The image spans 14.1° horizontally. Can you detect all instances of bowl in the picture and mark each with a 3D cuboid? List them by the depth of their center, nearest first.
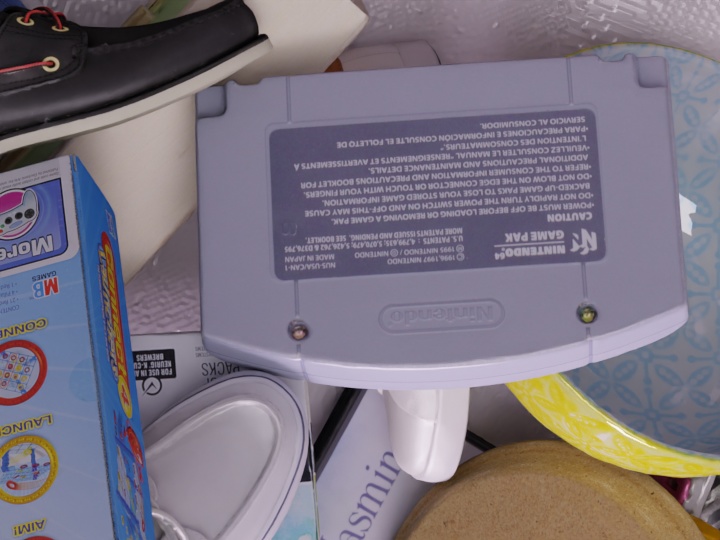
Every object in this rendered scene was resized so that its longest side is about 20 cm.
[{"bbox_3d":[0.121,0.011,1.299,0.200,0.201,0.108,23,147,-15],"label":"bowl"}]

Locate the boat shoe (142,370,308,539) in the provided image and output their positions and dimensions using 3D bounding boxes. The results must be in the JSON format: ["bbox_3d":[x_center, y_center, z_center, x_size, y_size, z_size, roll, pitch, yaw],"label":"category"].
[{"bbox_3d":[-0.091,0.118,1.152,0.074,0.065,0.200,39,77,2],"label":"boat shoe"}]

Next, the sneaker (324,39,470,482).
[{"bbox_3d":[0.000,0.000,1.309,0.084,0.073,0.201,-8,98,-14],"label":"sneaker"}]

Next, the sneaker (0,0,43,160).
[{"bbox_3d":[-0.216,-0.053,1.251,0.200,0.077,0.076,-38,85,4],"label":"sneaker"}]

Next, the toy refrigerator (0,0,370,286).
[{"bbox_3d":[-0.091,-0.068,1.273,0.070,0.076,0.200,40,100,-18],"label":"toy refrigerator"}]

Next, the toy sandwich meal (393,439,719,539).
[{"bbox_3d":[0.099,0.171,1.312,0.205,0.070,0.206,-1,87,32],"label":"toy sandwich meal"}]

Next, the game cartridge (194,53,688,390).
[{"bbox_3d":[0.032,-0.019,1.198,0.199,0.041,0.134,-3,68,3],"label":"game cartridge"}]

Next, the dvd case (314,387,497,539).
[{"bbox_3d":[0.047,0.155,1.374,0.200,0.018,0.143,31,83,-17],"label":"dvd case"}]

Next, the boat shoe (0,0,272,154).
[{"bbox_3d":[-0.135,-0.078,1.185,0.201,0.074,0.063,-18,94,-7],"label":"boat shoe"}]

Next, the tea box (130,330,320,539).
[{"bbox_3d":[-0.120,0.132,1.248,0.199,0.134,0.197,-4,80,-7],"label":"tea box"}]

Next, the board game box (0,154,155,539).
[{"bbox_3d":[-0.185,0.074,1.129,0.199,0.196,0.056,-14,152,9],"label":"board game box"}]

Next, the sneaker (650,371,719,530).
[{"bbox_3d":[0.167,0.140,1.369,0.087,0.074,0.201,11,93,-20],"label":"sneaker"}]
